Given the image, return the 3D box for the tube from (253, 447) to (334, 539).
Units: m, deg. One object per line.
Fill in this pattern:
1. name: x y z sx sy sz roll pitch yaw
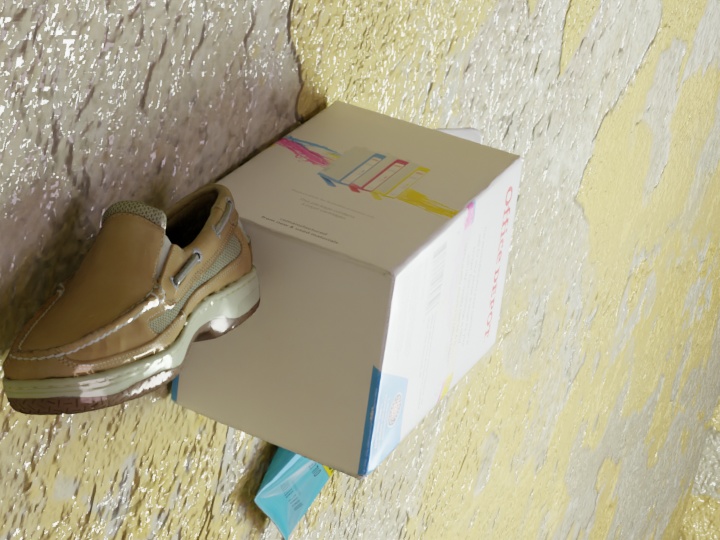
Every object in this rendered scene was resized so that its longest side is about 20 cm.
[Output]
1. tube: -0.009 0.076 1.336 0.201 0.050 0.078 -59 150 -18

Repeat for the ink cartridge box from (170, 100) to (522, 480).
1. ink cartridge box: 0.000 0.000 1.169 0.200 0.124 0.129 -40 144 -55

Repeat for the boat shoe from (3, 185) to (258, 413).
1. boat shoe: -0.110 0.006 0.975 0.200 0.071 0.077 -43 132 -66
